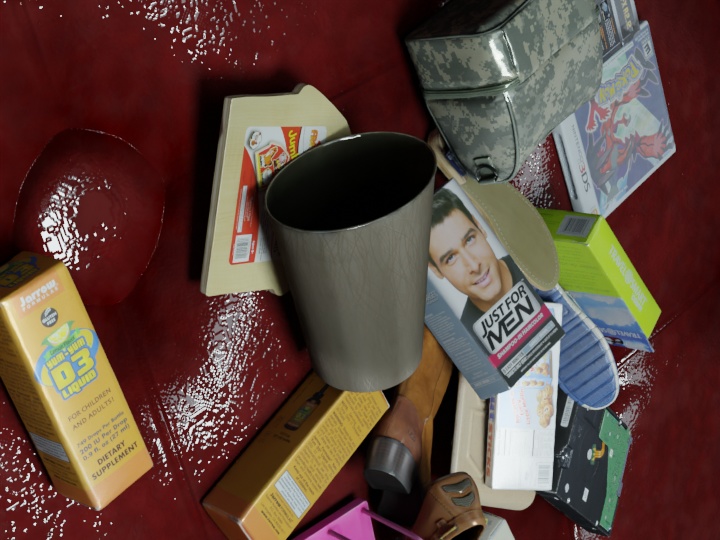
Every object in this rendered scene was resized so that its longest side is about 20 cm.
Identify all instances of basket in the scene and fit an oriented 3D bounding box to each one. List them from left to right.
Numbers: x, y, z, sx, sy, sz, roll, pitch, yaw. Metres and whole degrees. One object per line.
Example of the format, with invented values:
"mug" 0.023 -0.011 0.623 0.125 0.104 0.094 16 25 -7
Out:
"basket" 0.000 0.000 1.143 0.180 0.135 0.203 -37 136 -36

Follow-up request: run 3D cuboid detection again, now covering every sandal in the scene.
"sandal" 0.131 -0.062 1.324 0.213 0.069 0.078 52 49 -12

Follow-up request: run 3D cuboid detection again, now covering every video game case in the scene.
"video game case" 0.308 -0.176 1.489 0.199 0.023 0.184 -40 123 -31

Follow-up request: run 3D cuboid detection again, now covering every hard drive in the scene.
"hard drive" 0.274 0.231 1.496 0.200 0.037 0.142 40 63 -51

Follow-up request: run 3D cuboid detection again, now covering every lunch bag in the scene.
"lunch bag" 0.158 -0.204 1.258 0.200 0.138 0.170 -42 118 -35

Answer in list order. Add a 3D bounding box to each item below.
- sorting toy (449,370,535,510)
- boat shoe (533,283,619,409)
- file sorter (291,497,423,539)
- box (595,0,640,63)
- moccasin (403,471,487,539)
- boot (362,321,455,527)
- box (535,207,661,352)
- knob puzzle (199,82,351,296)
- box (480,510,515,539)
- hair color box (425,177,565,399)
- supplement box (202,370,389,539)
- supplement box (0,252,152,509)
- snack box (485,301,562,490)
"sorting toy" 0.152 0.162 1.378 0.184 0.036 0.204 21 77 -51
"boat shoe" 0.229 0.061 1.384 0.202 0.072 0.072 59 14 -2
"file sorter" -0.025 0.347 1.202 0.198 0.125 0.141 -26 115 -33
"box" 0.234 -0.323 1.374 0.158 0.048 0.202 -40 123 -31
"moccasin" 0.090 0.285 1.238 0.073 0.078 0.203 -9 142 -24
"boot" 0.064 0.160 1.310 0.189 0.067 0.202 59 43 -48
"box" 0.263 0.010 1.416 0.048 0.121 0.200 -56 130 -21
"knob puzzle" -0.070 -0.076 1.146 0.218 0.030 0.223 -25 124 -44
"box" 0.155 0.373 1.423 0.082 0.068 0.202 -44 124 -28
"hair color box" 0.110 0.019 1.257 0.099 0.061 0.201 -38 93 -30
"supplement box" -0.059 0.177 1.185 0.201 0.066 0.069 -50 128 -23
"supplement box" -0.242 0.090 0.987 0.066 0.068 0.202 -37 120 -34
"snack box" 0.177 0.135 1.327 0.071 0.024 0.204 3 91 -13
